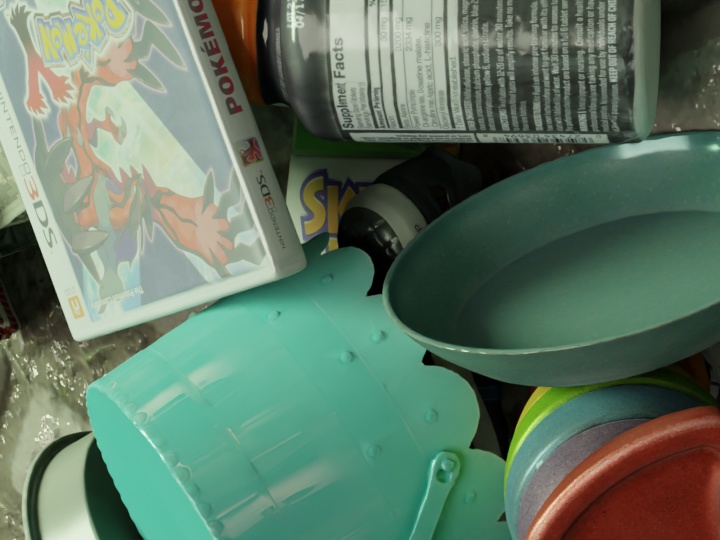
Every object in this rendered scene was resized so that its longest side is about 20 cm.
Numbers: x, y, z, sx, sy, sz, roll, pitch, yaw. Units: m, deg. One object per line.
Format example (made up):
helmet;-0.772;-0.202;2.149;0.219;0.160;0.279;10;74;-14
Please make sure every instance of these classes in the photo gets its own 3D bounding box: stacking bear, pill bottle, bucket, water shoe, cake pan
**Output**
stacking bear;0.117;0.081;0.949;0.113;0.200;0.122;-20;112;9
pill bottle;0.032;-0.111;0.986;0.199;0.106;0.107;2;105;12
bucket;-0.030;0.099;1.044;0.207;0.135;0.207;52;162;24
water shoe;0.051;0.032;1.087;0.071;0.079;0.201;24;143;40
cake pan;-0.090;0.158;1.164;0.037;0.200;0.201;-42;74;24

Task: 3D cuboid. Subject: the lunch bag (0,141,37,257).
lunch bag;-0.181;-0.112;1.206;0.200;0.117;0.165;-29;84;51

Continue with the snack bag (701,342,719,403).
snack bag;0.193;0.102;1.017;0.200;0.021;0.189;-26;85;42

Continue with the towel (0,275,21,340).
towel;-0.240;-0.030;1.260;0.200;0.023;0.145;113;135;-85

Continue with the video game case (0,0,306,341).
video game case;-0.115;-0.067;1.032;0.200;0.023;0.183;-17;94;54

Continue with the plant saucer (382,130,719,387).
plant saucer;0.109;-0.001;0.949;0.199;0.200;0.036;3;121;40

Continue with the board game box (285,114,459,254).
board game box;0.000;0.000;1.150;0.095;0.030;0.201;22;113;35

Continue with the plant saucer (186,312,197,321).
plant saucer;-0.032;0.108;1.189;0.200;0.019;0.070;39;141;17

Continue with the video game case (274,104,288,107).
video game case;-0.025;-0.181;1.093;0.143;0.017;0.201;14;109;52
